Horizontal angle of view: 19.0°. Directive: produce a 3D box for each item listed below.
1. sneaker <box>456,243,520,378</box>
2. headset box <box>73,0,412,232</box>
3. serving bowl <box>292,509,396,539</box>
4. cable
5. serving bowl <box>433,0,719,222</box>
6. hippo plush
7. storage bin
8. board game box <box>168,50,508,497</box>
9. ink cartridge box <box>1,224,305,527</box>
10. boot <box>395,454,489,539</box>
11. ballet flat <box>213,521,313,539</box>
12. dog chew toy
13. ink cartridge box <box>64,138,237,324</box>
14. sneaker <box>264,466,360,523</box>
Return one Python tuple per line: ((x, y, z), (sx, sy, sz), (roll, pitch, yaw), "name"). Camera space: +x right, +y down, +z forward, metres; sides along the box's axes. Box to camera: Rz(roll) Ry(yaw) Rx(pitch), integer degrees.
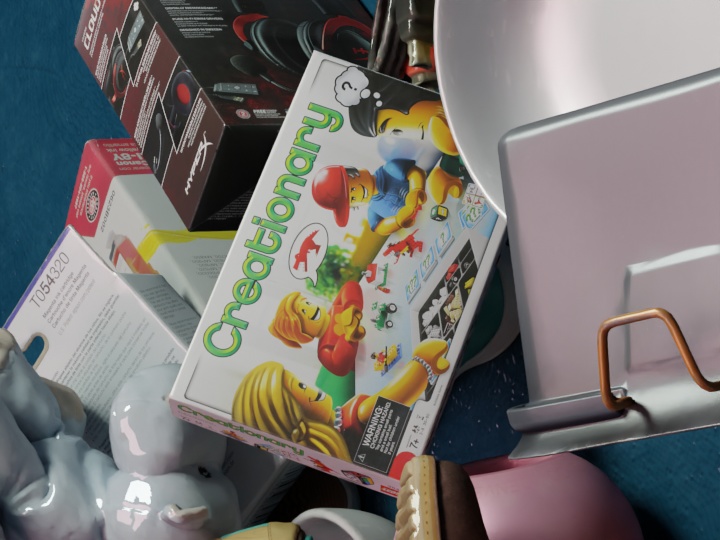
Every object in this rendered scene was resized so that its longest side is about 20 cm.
((-0.005, 0.054, 1.161), (0.200, 0.121, 0.084), (-52, 50, 47), "sneaker")
((-0.062, -0.112, 1.216), (0.200, 0.148, 0.075), (56, 136, 41), "headset box")
((0.016, 0.227, 1.171), (0.200, 0.066, 0.201), (175, 90, -65), "serving bowl")
((0.039, -0.181, 1.167), (0.097, 0.050, 0.200), (148, 126, -61), "cable")
((0.122, -0.106, 0.987), (0.200, 0.066, 0.201), (12, 105, 51), "serving bowl")
((-0.152, 0.124, 1.180), (0.161, 0.159, 0.200), (-7, 76, 22), "hippo plush")
((0.141, -0.009, 0.850), (0.200, 0.145, 0.135), (-16, 86, 41), "storage bin")
((0.000, 0.000, 1.073), (0.035, 0.126, 0.200), (90, -160, -70), "board game box")
((-0.145, 0.105, 1.292), (0.200, 0.043, 0.196), (47, 120, 19), "ink cartridge box")
((0.108, 0.166, 0.947), (0.072, 0.166, 0.200), (133, 125, -80), "boot")
((-0.052, 0.235, 1.149), (0.069, 0.063, 0.200), (38, -131, -87), "ballet flat")
((0.085, 0.191, 1.035), (0.124, 0.124, 0.200), (-8, 94, 58), "dog chew toy")
((-0.120, 0.026, 1.382), (0.200, 0.083, 0.145), (51, 132, 44), "ink cartridge box")
((-0.067, 0.170, 1.330), (0.200, 0.085, 0.073), (-35, 76, 29), "sneaker")
